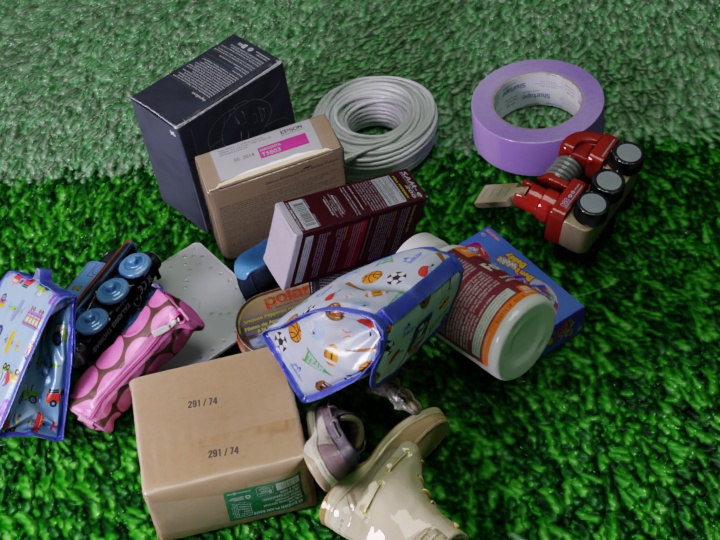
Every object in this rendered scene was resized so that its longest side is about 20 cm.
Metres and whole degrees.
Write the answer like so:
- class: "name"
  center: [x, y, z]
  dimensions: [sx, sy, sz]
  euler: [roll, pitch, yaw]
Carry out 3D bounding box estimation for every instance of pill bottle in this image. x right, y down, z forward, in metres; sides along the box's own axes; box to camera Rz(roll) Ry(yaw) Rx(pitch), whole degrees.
- class: "pill bottle"
  center: [0.133, 0.039, 1.571]
  dimensions: [0.114, 0.115, 0.199]
  euler: [-37, 51, -25]

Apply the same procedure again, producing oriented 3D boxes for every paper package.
- class: "paper package"
  center: [-0.167, 0.207, 1.529]
  dimensions: [0.198, 0.104, 0.192]
  euler: [-13, 47, -4]

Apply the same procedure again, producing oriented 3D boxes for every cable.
- class: "cable"
  center: [0.021, -0.216, 1.935]
  dimensions: [0.198, 0.070, 0.201]
  euler: [-9, 45, -1]

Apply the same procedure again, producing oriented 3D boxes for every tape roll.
- class: "tape roll"
  center: [0.267, -0.233, 1.912]
  dimensions: [0.198, 0.066, 0.201]
  euler: [-5, 46, 5]

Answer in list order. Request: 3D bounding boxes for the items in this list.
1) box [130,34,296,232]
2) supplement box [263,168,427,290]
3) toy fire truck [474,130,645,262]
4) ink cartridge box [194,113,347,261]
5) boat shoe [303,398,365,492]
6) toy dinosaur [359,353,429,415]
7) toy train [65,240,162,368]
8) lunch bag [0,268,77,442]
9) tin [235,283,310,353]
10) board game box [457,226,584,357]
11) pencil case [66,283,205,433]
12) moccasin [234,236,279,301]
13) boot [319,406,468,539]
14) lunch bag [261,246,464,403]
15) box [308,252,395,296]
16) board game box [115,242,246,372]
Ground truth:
- class: "box"
  center: [-0.206, -0.202, 1.865]
  dimensions: [0.196, 0.201, 0.124]
  euler: [-37, 50, -26]
- class: "supplement box"
  center: [-0.019, -0.055, 1.633]
  dimensions: [0.198, 0.109, 0.061]
  euler: [-16, 56, -28]
- class: "toy fire truck"
  center: [0.272, -0.118, 1.777]
  dimensions: [0.199, 0.129, 0.176]
  euler: [28, 55, 19]
- class: "ink cartridge box"
  center: [-0.121, -0.115, 1.787]
  dimensions: [0.198, 0.165, 0.076]
  euler: [-19, 55, -10]
- class: "boat shoe"
  center: [-0.025, 0.196, 1.488]
  dimensions: [0.064, 0.072, 0.200]
  euler: [-27, 9, 7]
- class: "toy dinosaur"
  center: [0.031, 0.133, 1.576]
  dimensions: [0.087, 0.048, 0.199]
  euler: [-17, 14, -29]
- class: "toy train"
  center: [-0.348, 0.044, 1.697]
  dimensions: [0.113, 0.087, 0.201]
  euler: [9, 48, 27]
- class: "lunch bag"
  center: [-0.423, 0.094, 1.585]
  dimensions: [0.093, 0.202, 0.150]
  euler: [11, 4, -41]
- class: "tin"
  center: [-0.070, 0.066, 1.675]
  dimensions: [0.198, 0.042, 0.113]
  euler: [-17, 57, -19]
- class: "board game box"
  center: [0.180, 0.039, 1.675]
  dimensions: [0.134, 0.045, 0.200]
  euler: [-30, 48, -19]
- class: "pencil case"
  center: [-0.288, 0.116, 1.603]
  dimensions: [0.200, 0.091, 0.094]
  euler: [-50, 23, -3]
- class: "moccasin"
  center: [-0.097, -0.017, 1.757]
  dimensions: [0.199, 0.069, 0.080]
  euler: [-26, 35, -34]
- class: "boot"
  center: [0.071, 0.260, 1.459]
  dimensions: [0.155, 0.073, 0.200]
  euler: [32, 56, 31]
- class: "lunch bag"
  center: [0.014, 0.059, 1.487]
  dimensions: [0.199, 0.125, 0.170]
  euler: [-29, 6, 47]
- class: "box"
  center: [0.000, 0.000, 1.689]
  dimensions: [0.141, 0.036, 0.202]
  euler: [4, 51, -13]
- class: "board game box"
  center: [-0.247, 0.067, 1.733]
  dimensions: [0.199, 0.026, 0.200]
  euler: [-34, 50, -22]
